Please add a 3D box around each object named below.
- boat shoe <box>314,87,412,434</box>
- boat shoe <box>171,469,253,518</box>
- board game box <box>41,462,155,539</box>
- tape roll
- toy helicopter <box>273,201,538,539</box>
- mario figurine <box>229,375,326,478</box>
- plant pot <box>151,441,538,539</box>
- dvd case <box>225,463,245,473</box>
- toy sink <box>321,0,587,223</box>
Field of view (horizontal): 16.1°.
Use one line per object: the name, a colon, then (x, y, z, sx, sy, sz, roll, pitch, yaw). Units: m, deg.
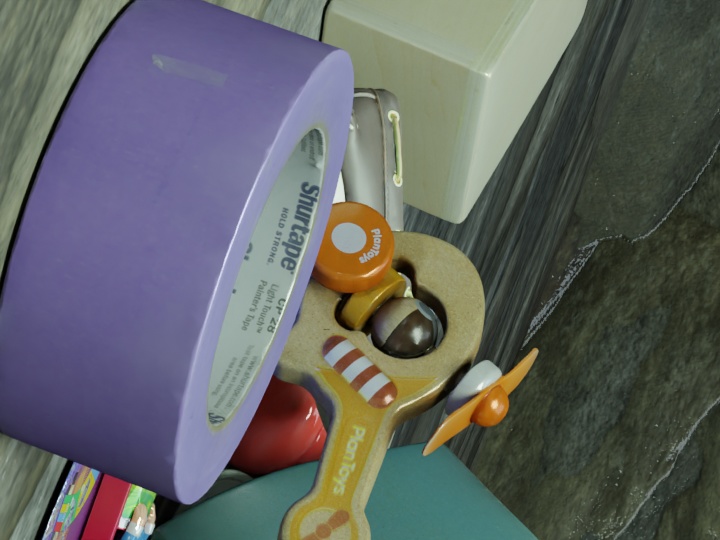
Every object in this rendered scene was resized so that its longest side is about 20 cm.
boat shoe: (0.000, 0.000, 1.405, 0.072, 0.059, 0.202, -170, -107, -66)
boat shoe: (-0.097, 0.208, 1.500, 0.062, 0.072, 0.202, -128, -134, -75)
board game box: (-0.119, 0.141, 1.274, 0.158, 0.039, 0.201, -62, 169, -45)
tape roll: (-0.076, -0.010, 1.067, 0.200, 0.084, 0.201, 19, 90, -81)
toy helicopter: (0.013, 0.071, 1.282, 0.079, 0.131, 0.201, 103, 5, -62)
mario figurine: (-0.020, 0.141, 1.543, 0.106, 0.123, 0.201, -29, 137, -25)
plant pot: (-0.019, 0.194, 1.383, 0.199, 0.141, 0.142, -2, 120, -37)
dvd case: (-0.087, 0.179, 1.638, 0.200, 0.022, 0.147, -63, 169, -47)
toy sink: (0.057, -0.154, 1.509, 0.131, 0.111, 0.201, 99, 18, -51)
